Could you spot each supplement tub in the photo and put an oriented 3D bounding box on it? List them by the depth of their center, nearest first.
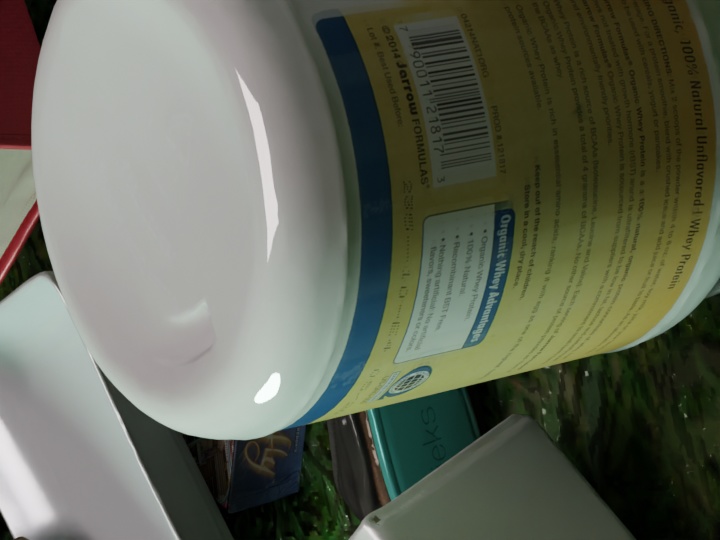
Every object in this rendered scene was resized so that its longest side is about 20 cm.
[{"bbox_3d":[0.022,-0.038,0.836,0.145,0.200,0.145,23,118,52],"label":"supplement tub"}]

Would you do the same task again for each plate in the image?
[{"bbox_3d":[-0.098,0.100,1.167,0.200,0.032,0.200,64,156,0],"label":"plate"}]

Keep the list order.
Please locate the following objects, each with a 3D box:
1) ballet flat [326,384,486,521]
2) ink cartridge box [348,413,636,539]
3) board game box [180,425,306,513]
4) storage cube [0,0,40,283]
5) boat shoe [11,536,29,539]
[{"bbox_3d":[0.000,0.000,1.006,0.068,0.068,0.201,14,111,63],"label":"ballet flat"},{"bbox_3d":[0.032,0.164,0.960,0.146,0.084,0.200,49,140,11],"label":"ink cartridge box"},{"bbox_3d":[-0.063,-0.027,1.117,0.135,0.035,0.200,38,130,45],"label":"board game box"},{"bbox_3d":[-0.240,-0.064,1.134,0.200,0.171,0.180,-52,48,42],"label":"storage cube"},{"bbox_3d":[-0.117,0.189,1.173,0.200,0.068,0.072,37,145,45],"label":"boat shoe"}]
